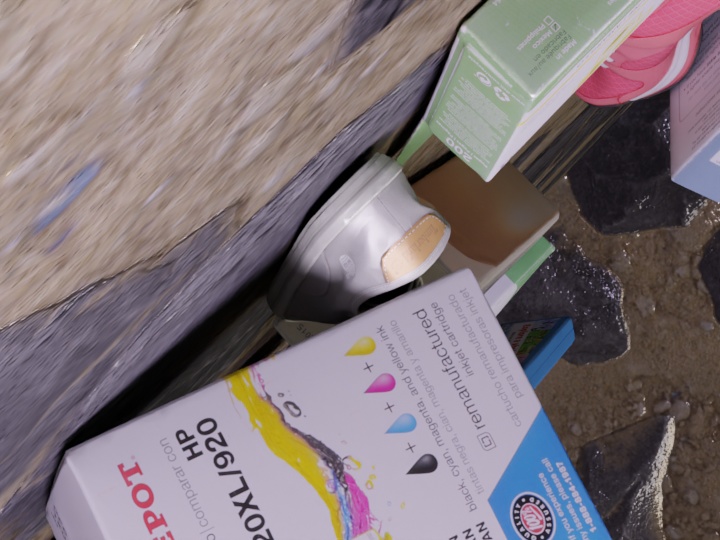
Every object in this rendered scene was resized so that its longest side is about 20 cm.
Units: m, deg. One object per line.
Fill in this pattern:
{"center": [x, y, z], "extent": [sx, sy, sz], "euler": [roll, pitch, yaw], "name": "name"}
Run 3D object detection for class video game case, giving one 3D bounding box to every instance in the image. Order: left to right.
{"center": [0.017, 0.063, 1.228], "extent": [0.198, 0.018, 0.143], "euler": [-8, -170, 21], "name": "video game case"}

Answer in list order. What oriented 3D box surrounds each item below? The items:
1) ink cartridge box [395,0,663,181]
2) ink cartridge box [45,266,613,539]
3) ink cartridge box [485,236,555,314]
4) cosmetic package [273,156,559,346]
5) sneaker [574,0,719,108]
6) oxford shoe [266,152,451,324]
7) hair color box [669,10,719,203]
{"center": [0.086, -0.101, 0.910], "extent": [0.146, 0.048, 0.200], "euler": [-45, 174, -17], "name": "ink cartridge box"}
{"center": [-0.020, 0.119, 0.910], "extent": [0.199, 0.148, 0.145], "euler": [-24, 168, -18], "name": "ink cartridge box"}
{"center": [0.028, 0.043, 1.464], "extent": [0.200, 0.087, 0.145], "euler": [-46, 176, -25], "name": "ink cartridge box"}
{"center": [0.037, -0.003, 1.193], "extent": [0.105, 0.071, 0.200], "euler": [-46, 176, 22], "name": "cosmetic package"}
{"center": [0.141, -0.142, 1.048], "extent": [0.086, 0.074, 0.200], "euler": [-12, 165, -27], "name": "sneaker"}
{"center": [0.000, 0.000, 0.963], "extent": [0.075, 0.058, 0.200], "euler": [-47, 178, -14], "name": "oxford shoe"}
{"center": [0.216, -0.139, 1.107], "extent": [0.099, 0.060, 0.201], "euler": [-49, -153, 45], "name": "hair color box"}
